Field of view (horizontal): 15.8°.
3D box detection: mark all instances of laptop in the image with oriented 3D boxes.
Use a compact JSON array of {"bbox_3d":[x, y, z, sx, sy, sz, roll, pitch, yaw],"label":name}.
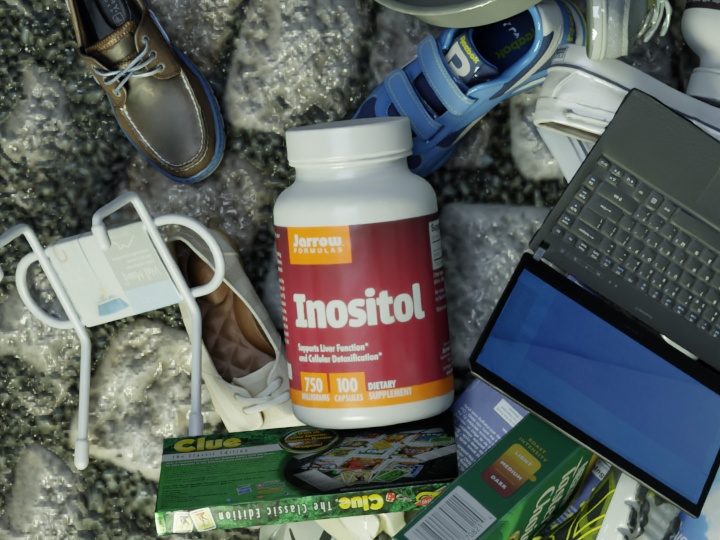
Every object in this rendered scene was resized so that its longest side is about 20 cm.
[{"bbox_3d":[0.193,0.018,1.646,0.177,0.103,0.200,33,100,-3],"label":"laptop"}]

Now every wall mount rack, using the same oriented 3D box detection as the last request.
[{"bbox_3d":[-0.175,0.040,1.818,0.200,0.075,0.174,-14,108,40],"label":"wall mount rack"}]

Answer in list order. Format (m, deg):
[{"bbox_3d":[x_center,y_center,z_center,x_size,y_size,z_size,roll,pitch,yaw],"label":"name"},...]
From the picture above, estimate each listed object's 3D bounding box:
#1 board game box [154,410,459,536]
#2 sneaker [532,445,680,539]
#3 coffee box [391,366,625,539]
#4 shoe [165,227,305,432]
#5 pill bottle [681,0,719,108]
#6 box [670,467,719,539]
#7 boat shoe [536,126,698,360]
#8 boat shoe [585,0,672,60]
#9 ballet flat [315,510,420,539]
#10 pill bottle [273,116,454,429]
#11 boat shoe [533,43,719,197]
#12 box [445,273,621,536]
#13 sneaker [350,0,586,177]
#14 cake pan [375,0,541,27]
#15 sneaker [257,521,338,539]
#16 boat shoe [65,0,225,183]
[{"bbox_3d":[-0.034,0.134,1.725,0.200,0.105,0.024,-6,116,2],"label":"board game box"},{"bbox_3d":[0.142,0.180,1.666,0.084,0.074,0.200,10,63,33],"label":"sneaker"},{"bbox_3d":[0.082,0.157,1.646,0.044,0.123,0.200,39,51,16],"label":"coffee box"},{"bbox_3d":[-0.087,0.060,1.825,0.070,0.053,0.200,-29,76,11],"label":"shoe"},{"bbox_3d":[0.281,-0.199,1.724,0.112,0.112,0.200,18,88,17],"label":"pill bottle"},{"bbox_3d":[0.264,0.130,1.700,0.200,0.048,0.122,-50,51,5],"label":"box"},{"bbox_3d":[0.192,-0.036,1.748,0.067,0.074,0.200,-32,75,10],"label":"boat shoe"},{"bbox_3d":[0.191,-0.206,1.714,0.065,0.202,0.075,9,127,16],"label":"boat shoe"},{"bbox_3d":[0.036,0.176,1.738,0.200,0.069,0.070,36,94,15],"label":"ballet flat"},{"bbox_3d":[0.000,0.000,1.756,0.113,0.113,0.200,-4,96,15],"label":"pill bottle"},{"bbox_3d":[0.208,-0.077,1.714,0.200,0.071,0.070,26,79,-5],"label":"boat shoe"},{"bbox_3d":[0.123,0.114,1.770,0.121,0.032,0.200,44,97,16],"label":"box"},{"bbox_3d":[0.061,-0.130,1.794,0.200,0.082,0.074,-38,76,10],"label":"sneaker"},{"bbox_3d":[0.087,-0.244,1.780,0.200,0.037,0.201,-18,48,21],"label":"cake pan"},{"bbox_3d":[-0.027,0.250,1.773,0.088,0.074,0.200,1,79,12],"label":"sneaker"},{"bbox_3d":[-0.167,-0.151,1.865,0.072,0.072,0.200,-34,75,9],"label":"boat shoe"}]
